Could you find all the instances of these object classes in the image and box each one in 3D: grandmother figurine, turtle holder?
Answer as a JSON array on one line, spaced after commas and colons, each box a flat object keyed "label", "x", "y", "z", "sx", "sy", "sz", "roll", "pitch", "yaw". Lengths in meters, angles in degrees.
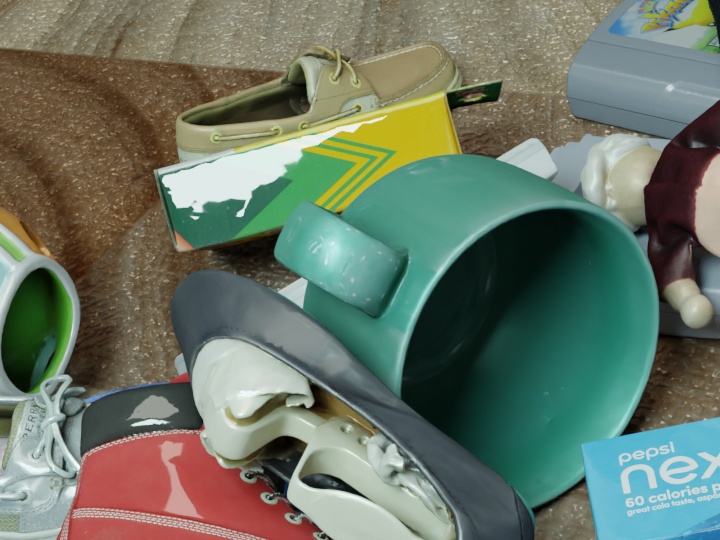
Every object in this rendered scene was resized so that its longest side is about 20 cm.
[{"label": "grandmother figurine", "x": 0.177, "y": -0.031, "z": 0.826, "sx": 0.200, "sy": 0.060, "sz": 0.122, "roll": 19, "pitch": 81, "yaw": 58}, {"label": "turtle holder", "x": -0.234, "y": 0.041, "z": 0.912, "sx": 0.131, "sy": 0.142, "sz": 0.186, "roll": 4, "pitch": 38, "yaw": 26}]

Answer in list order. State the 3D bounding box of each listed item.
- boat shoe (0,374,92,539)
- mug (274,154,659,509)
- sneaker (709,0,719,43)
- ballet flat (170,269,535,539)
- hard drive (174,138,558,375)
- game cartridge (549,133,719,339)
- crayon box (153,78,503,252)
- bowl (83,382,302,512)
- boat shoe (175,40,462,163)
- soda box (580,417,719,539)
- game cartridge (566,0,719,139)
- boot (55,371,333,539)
[{"label": "boat shoe", "x": -0.184, "y": 0.086, "z": 0.813, "sx": 0.200, "sy": 0.065, "sz": 0.075, "roll": 1, "pitch": 36, "yaw": 9}, {"label": "mug", "x": 0.043, "y": 0.011, "z": 0.794, "sx": 0.151, "sy": 0.186, "sz": 0.114, "roll": -34, "pitch": 34, "yaw": -17}, {"label": "sneaker", "x": 0.250, "y": -0.180, "z": 1.017, "sx": 0.078, "sy": 0.066, "sz": 0.201, "roll": -1, "pitch": 36, "yaw": 4}, {"label": "ballet flat", "x": -0.019, "y": 0.067, "z": 0.698, "sx": 0.199, "sy": 0.073, "sz": 0.073, "roll": 36, "pitch": 56, "yaw": 22}, {"label": "hard drive", "x": 0.000, "y": 0.000, "z": 0.909, "sx": 0.199, "sy": 0.027, "sz": 0.132, "roll": -31, "pitch": 0, "yaw": -20}, {"label": "game cartridge", "x": 0.175, "y": -0.020, "z": 0.914, "sx": 0.198, "sy": 0.042, "sz": 0.133, "roll": 8, "pitch": 46, "yaw": 33}, {"label": "crayon box", "x": -0.009, "y": -0.059, "z": 0.983, "sx": 0.198, "sy": 0.051, "sz": 0.127, "roll": -15, "pitch": 0, "yaw": 4}, {"label": "bowl", "x": -0.118, "y": 0.128, "z": 0.828, "sx": 0.199, "sy": 0.040, "sz": 0.201, "roll": -12, "pitch": 34, "yaw": 8}, {"label": "boat shoe", "x": -0.026, "y": -0.107, "z": 1.096, "sx": 0.199, "sy": 0.067, "sz": 0.074, "roll": -27, "pitch": 35, "yaw": -14}, {"label": "soda box", "x": 0.198, "y": 0.098, "z": 0.711, "sx": 0.198, "sy": 0.065, "sz": 0.068, "roll": -12, "pitch": 34, "yaw": 8}, {"label": "game cartridge", "x": 0.226, "y": -0.153, "z": 1.082, "sx": 0.133, "sy": 0.041, "sz": 0.200, "roll": 15, "pitch": 45, "yaw": 43}, {"label": "boot", "x": -0.032, "y": 0.108, "z": 0.739, "sx": 0.198, "sy": 0.073, "sz": 0.145, "roll": 6, "pitch": 52, "yaw": 3}]
